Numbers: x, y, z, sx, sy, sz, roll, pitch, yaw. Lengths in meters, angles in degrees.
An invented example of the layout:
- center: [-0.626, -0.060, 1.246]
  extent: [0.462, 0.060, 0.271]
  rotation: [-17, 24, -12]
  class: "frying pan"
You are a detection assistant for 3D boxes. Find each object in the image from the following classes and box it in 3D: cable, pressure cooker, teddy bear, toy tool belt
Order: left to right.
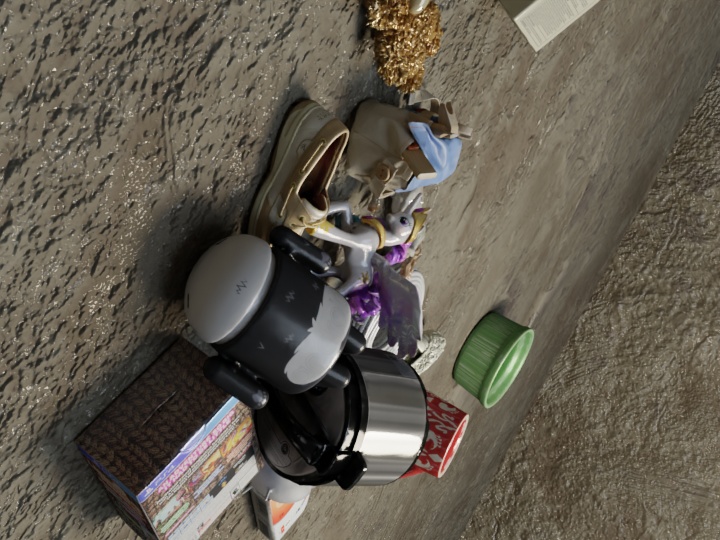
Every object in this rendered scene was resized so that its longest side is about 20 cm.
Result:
- center: [-0.034, 0.171, 1.106]
  extent: [0.199, 0.174, 0.182]
  rotation: [15, 77, -48]
  class: "pressure cooker"
- center: [0.023, 0.071, 1.350]
  extent: [0.200, 0.069, 0.201]
  rotation: [-47, 154, -26]
  class: "cable"
- center: [0.056, -0.273, 1.002]
  extent: [0.146, 0.066, 0.201]
  rotation: [-52, 157, -22]
  class: "teddy bear"
- center: [0.078, -0.148, 1.111]
  extent: [0.199, 0.122, 0.127]
  rotation: [-25, 132, -52]
  class: "toy tool belt"

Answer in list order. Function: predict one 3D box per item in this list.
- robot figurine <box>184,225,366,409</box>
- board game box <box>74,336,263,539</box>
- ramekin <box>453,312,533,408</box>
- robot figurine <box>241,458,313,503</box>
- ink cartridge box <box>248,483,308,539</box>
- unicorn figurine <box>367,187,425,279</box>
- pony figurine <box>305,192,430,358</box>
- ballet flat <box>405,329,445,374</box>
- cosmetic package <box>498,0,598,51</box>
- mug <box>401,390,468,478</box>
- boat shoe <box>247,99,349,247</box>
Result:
- center: [-0.090, 0.049, 0.951]
  extent: [0.124, 0.199, 0.151]
  rotation: [-40, -150, 27]
  class: "robot figurine"
- center: [-0.203, 0.206, 1.014]
  extent: [0.160, 0.096, 0.201]
  rotation: [-46, 154, -28]
  class: "board game box"
- center: [0.291, 0.192, 2.012]
  extent: [0.200, 0.097, 0.201]
  rotation: [-45, 153, -30]
  class: "ramekin"
- center: [-0.086, 0.243, 1.281]
  extent: [0.200, 0.113, 0.169]
  rotation: [-47, -172, -29]
  class: "robot figurine"
- center: [-0.090, 0.319, 1.450]
  extent: [0.200, 0.050, 0.163]
  rotation: [-42, 152, -28]
  class: "ink cartridge box"
- center: [0.067, -0.091, 1.247]
  extent: [0.138, 0.073, 0.202]
  rotation: [-48, 157, -43]
  class: "unicorn figurine"
- center: [0.000, 0.000, 1.127]
  extent: [0.198, 0.166, 0.196]
  rotation: [-5, 112, -37]
  class: "pony figurine"
- center: [0.081, 0.155, 1.583]
  extent: [0.200, 0.071, 0.072]
  rotation: [-43, 153, -33]
  class: "ballet flat"
- center: [0.277, -0.394, 1.189]
  extent: [0.199, 0.074, 0.103]
  rotation: [-38, 153, 15]
  class: "cosmetic package"
- center: [0.055, 0.250, 1.442]
  extent: [0.133, 0.198, 0.180]
  rotation: [-32, 143, -61]
  class: "mug"
- center: [-0.066, -0.078, 0.985]
  extent: [0.073, 0.069, 0.202]
  rotation: [-23, 138, -54]
  class: "boat shoe"
